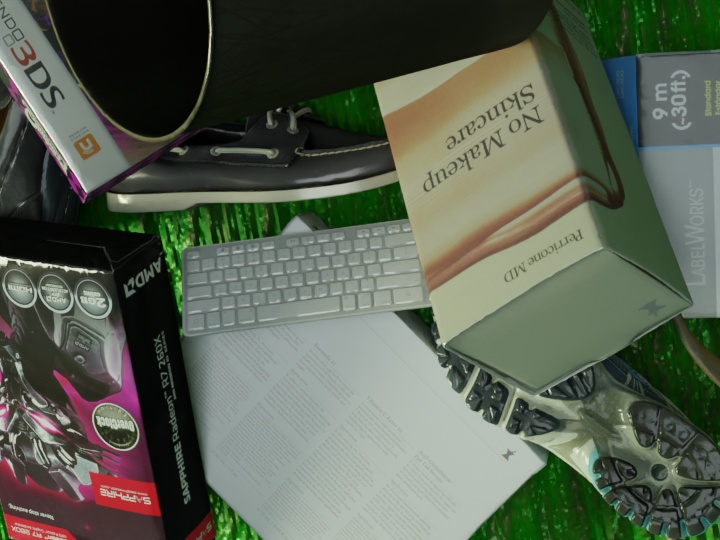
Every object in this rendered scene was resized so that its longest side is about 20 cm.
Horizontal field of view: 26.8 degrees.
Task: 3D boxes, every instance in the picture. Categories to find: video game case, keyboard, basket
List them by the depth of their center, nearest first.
[{"bbox_3d":[-0.021,-0.144,0.682,0.200,0.180,0.136,-14,118,-30],"label":"basket"},{"bbox_3d":[0.000,0.000,0.827,0.199,0.011,0.056,-7,54,5],"label":"keyboard"},{"bbox_3d":[-0.119,-0.165,0.837,0.200,0.036,0.182,-33,91,-15],"label":"video game case"}]

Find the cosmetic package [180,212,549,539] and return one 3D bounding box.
[{"bbox_3d":[-0.013,0.089,0.878,0.200,0.052,0.151,45,102,3],"label":"cosmetic package"}]

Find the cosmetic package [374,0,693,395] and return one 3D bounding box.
[{"bbox_3d":[0.080,-0.053,0.770,0.103,0.087,0.200,-34,51,26],"label":"cosmetic package"}]

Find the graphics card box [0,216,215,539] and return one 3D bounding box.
[{"bbox_3d":[-0.158,0.072,0.853,0.125,0.051,0.201,8,118,27],"label":"graphics card box"}]

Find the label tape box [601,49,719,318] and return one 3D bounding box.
[{"bbox_3d":[0.187,-0.047,0.825,0.199,0.066,0.144,-2,95,8],"label":"label tape box"}]

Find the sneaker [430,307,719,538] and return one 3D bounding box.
[{"bbox_3d":[0.120,0.073,0.841,0.200,0.086,0.078,44,98,18],"label":"sneaker"}]

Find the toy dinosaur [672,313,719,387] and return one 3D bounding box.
[{"bbox_3d":[0.216,0.072,0.792,0.060,0.200,0.106,-37,45,41],"label":"toy dinosaur"}]

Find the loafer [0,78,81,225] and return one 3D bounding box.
[{"bbox_3d":[-0.198,-0.106,0.868,0.072,0.073,0.201,1,95,-31],"label":"loafer"}]

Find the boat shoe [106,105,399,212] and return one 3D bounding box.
[{"bbox_3d":[-0.055,-0.071,0.860,0.199,0.073,0.063,-4,98,15],"label":"boat shoe"}]
